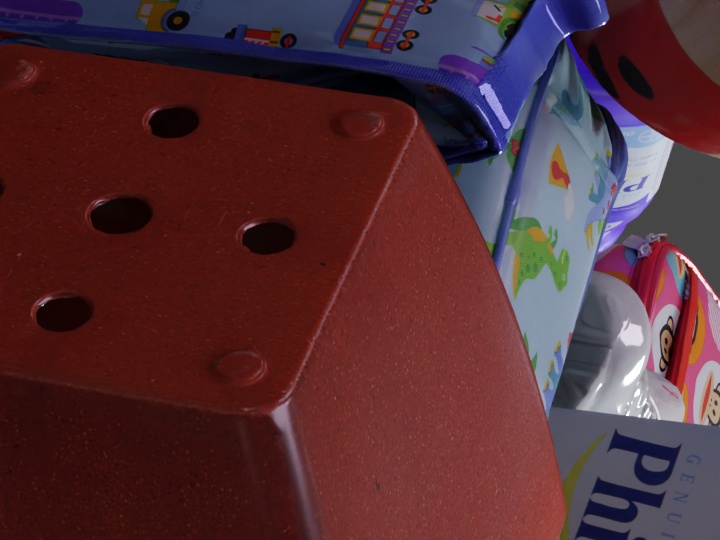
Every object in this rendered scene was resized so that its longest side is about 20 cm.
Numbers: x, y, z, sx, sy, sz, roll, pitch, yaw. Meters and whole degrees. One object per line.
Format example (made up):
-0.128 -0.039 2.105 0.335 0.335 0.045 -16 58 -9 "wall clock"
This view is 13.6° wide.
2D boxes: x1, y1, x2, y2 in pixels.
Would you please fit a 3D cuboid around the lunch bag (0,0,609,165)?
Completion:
-0.012 -0.091 1.016 0.151 0.199 0.094 -61 141 -49 "lunch bag"

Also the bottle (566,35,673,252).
0.096 -0.056 1.350 0.200 0.083 0.066 100 -5 -63 "bottle"

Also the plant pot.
-0.061 0.050 0.851 0.200 0.199 0.177 -65 158 -47 "plant pot"

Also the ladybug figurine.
0.120 -0.105 1.062 0.200 0.072 0.136 165 -76 -78 "ladybug figurine"

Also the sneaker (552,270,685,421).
0.096 0.049 1.279 0.200 0.099 0.078 122 -41 -64 "sneaker"

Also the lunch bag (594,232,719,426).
0.121 0.087 1.458 0.176 0.082 0.201 49 49 -50 "lunch bag"

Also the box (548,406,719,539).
0.063 0.147 1.156 0.184 0.199 0.105 -65 155 -46 "box"

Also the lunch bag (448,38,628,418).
0.000 0.000 1.088 0.083 0.160 0.201 54 43 -46 "lunch bag"
